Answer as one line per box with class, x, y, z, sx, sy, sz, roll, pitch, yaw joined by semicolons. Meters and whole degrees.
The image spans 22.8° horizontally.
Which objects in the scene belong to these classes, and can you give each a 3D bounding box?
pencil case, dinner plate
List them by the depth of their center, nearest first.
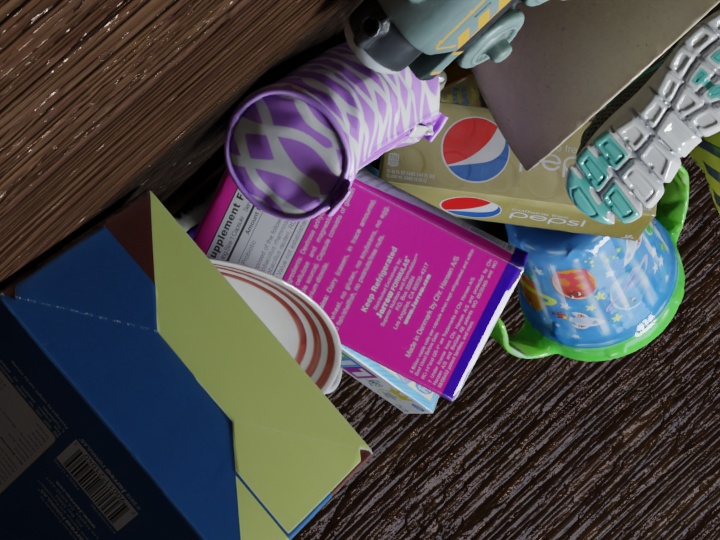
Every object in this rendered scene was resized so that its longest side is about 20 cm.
pencil case;-0.011;-0.090;1.089;0.084;0.086;0.200;-45;177;28
dinner plate;-0.111;0.046;1.140;0.200;0.199;0.024;-42;-143;43

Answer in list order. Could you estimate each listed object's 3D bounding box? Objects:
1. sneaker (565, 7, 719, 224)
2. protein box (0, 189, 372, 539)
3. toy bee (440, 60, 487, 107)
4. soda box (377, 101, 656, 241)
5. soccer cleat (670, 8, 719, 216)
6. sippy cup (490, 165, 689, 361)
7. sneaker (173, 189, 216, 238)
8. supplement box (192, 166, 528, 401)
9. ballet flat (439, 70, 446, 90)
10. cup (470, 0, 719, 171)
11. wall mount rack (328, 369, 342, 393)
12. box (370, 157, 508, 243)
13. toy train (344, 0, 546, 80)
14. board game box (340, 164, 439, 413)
sneaker;0.212;-0.121;1.172;0.200;0.078;0.091;-39;-163;19
protein box;-0.143;0.105;1.015;0.200;0.199;0.135;-41;179;43
toy bee;0.080;-0.156;1.389;0.200;0.109;0.131;-50;137;-9
soda box;0.113;-0.073;1.289;0.064;0.199;0.068;100;-3;-74
soccer cleat;0.251;-0.087;1.218;0.083;0.065;0.201;-25;-127;38
sippy cup;0.174;-0.019;1.390;0.130;0.139;0.179;58;44;-52
sneaker;-0.099;0.002;1.301;0.070;0.100;0.200;-44;179;36
supplement box;-0.001;-0.009;1.175;0.104;0.199;0.101;-62;176;8
ballet flat;0.053;-0.161;1.254;0.200;0.064;0.067;-42;180;-19
cup;0.139;-0.185;1.176;0.200;0.143;0.200;-41;180;0
wall mount rack;-0.101;0.053;1.507;0.074;0.200;0.174;-16;-145;32
box;0.045;-0.071;1.492;0.141;0.079;0.200;-43;-138;-9
toy train;0.074;-0.176;0.941;0.200;0.085;0.114;-40;169;30
board game box;0.000;0.000;1.319;0.034;0.200;0.135;-6;-126;50
